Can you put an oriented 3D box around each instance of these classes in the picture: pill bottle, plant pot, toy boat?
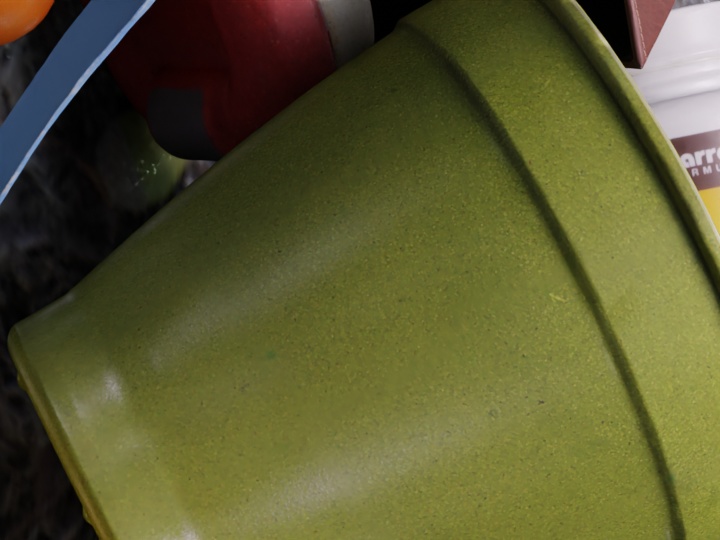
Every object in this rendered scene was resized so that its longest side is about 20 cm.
[{"bbox_3d":[0.148,-0.012,1.222,0.109,0.109,0.201,-12,90,-57],"label":"pill bottle"},{"bbox_3d":[0.003,0.033,0.856,0.201,0.192,0.200,62,-7,13],"label":"plant pot"},{"bbox_3d":[-0.091,-0.117,0.907,0.130,0.130,0.201,-30,107,-25],"label":"toy boat"}]

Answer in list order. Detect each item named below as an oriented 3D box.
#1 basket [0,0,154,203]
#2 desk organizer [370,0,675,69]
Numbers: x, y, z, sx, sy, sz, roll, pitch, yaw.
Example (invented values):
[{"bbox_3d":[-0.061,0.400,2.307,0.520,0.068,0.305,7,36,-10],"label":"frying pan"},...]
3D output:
[{"bbox_3d":[-0.147,-0.068,0.721,0.199,0.176,0.140,11,43,-41],"label":"basket"},{"bbox_3d":[0.023,-0.126,0.977,0.072,0.199,0.077,45,65,-41],"label":"desk organizer"}]
